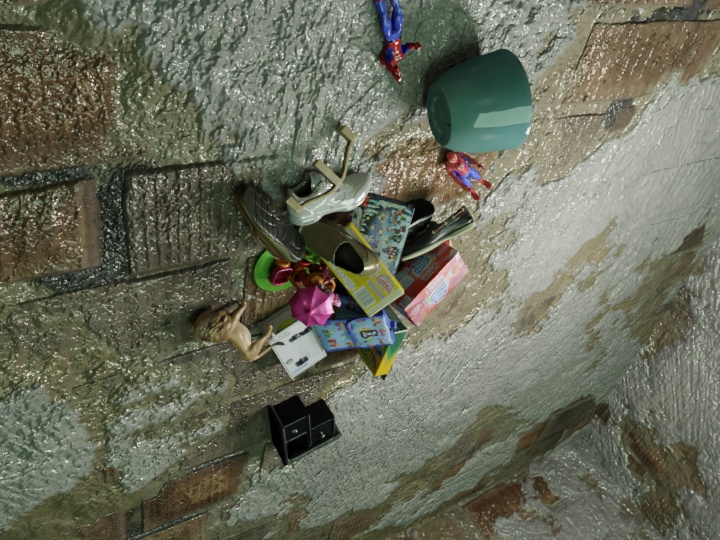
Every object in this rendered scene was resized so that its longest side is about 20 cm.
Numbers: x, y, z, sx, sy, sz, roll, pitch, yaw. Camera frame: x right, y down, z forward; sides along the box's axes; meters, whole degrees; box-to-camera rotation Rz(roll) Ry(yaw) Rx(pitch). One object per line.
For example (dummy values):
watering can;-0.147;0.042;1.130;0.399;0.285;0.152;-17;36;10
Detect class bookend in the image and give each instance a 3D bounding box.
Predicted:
bookend;-0.158;0.441;1.825;0.198;0.092;0.201;-22;140;-23

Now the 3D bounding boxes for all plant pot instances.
plant pot;0.229;-0.334;1.281;0.159;0.202;0.202;-14;138;-12

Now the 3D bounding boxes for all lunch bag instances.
lunch bag;-0.006;0.130;1.549;0.197;0.095;0.151;1;145;16

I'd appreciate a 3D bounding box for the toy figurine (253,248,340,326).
toy figurine;-0.110;0.042;1.377;0.198;0.185;0.151;-3;131;-39

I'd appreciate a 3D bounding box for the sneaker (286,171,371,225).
sneaker;-0.063;-0.165;1.293;0.198;0.075;0.101;-26;138;-18

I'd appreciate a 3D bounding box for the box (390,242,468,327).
box;0.162;0.025;1.566;0.200;0.099;0.096;-46;138;-7

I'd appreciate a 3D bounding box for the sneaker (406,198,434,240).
sneaker;0.090;-0.096;1.501;0.198;0.076;0.088;-20;145;-24

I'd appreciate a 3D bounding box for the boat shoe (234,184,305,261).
boat shoe;-0.192;-0.084;1.263;0.073;0.076;0.201;-9;135;33

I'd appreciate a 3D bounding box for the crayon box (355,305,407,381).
crayon box;0.047;0.196;1.718;0.051;0.126;0.202;-7;133;-34

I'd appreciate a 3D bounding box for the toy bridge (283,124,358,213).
toy bridge;-0.066;-0.193;1.241;0.067;0.027;0.201;40;84;-23

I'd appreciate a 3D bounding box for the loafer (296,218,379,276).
loafer;-0.051;-0.052;1.331;0.077;0.198;0.067;-66;170;13

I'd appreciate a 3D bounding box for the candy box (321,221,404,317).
candy box;0.000;0.000;1.400;0.102;0.026;0.201;-35;105;14

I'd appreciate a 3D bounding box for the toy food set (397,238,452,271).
toy food set;0.168;-0.011;1.673;0.196;0.049;0.202;-18;139;-26

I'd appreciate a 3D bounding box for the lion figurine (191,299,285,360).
lion figurine;-0.269;0.147;1.396;0.200;0.072;0.123;44;68;-19

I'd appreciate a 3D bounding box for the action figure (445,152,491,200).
action figure;0.268;-0.219;1.496;0.065;0.099;0.199;-47;140;10

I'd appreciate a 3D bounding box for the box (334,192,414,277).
box;0.030;-0.068;1.410;0.135;0.040;0.203;14;111;-4

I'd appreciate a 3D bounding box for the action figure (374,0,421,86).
action figure;0.070;-0.422;1.129;0.065;0.099;0.201;-27;144;-13

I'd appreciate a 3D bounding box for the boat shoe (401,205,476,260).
boat shoe;0.179;-0.087;1.512;0.199;0.064;0.074;-29;177;-2

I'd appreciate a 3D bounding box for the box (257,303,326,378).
box;-0.168;0.175;1.567;0.116;0.060;0.201;-31;142;-11

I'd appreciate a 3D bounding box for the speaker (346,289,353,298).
speaker;0.009;0.038;1.558;0.088;0.089;0.201;-27;142;-15
